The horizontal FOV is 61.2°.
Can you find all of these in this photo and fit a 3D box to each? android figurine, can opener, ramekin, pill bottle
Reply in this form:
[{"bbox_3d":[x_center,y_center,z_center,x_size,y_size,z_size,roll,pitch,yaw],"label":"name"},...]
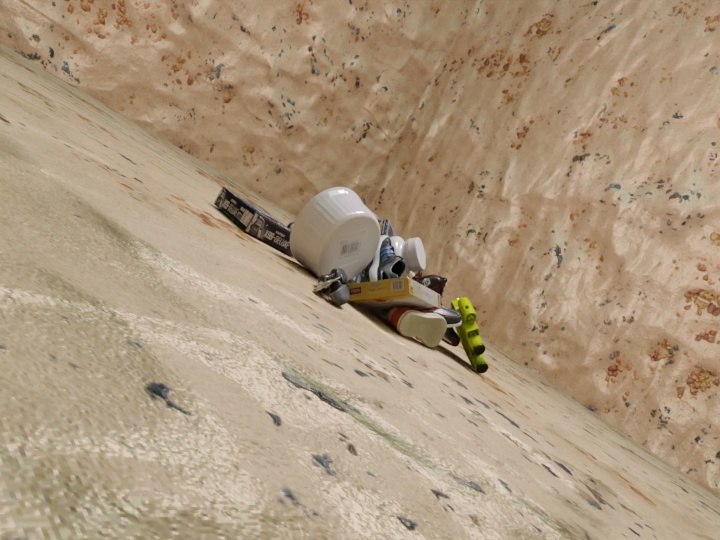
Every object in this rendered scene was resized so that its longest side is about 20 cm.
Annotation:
[{"bbox_3d":[0.264,0.150,1.487,0.201,0.040,0.185,-104,178,-56],"label":"android figurine"},{"bbox_3d":[-0.049,0.034,1.163,0.068,0.053,0.200,64,4,1],"label":"can opener"},{"bbox_3d":[-0.049,-0.069,1.338,0.098,0.202,0.199,42,9,37],"label":"ramekin"},{"bbox_3d":[0.062,-0.023,1.552,0.196,0.114,0.111,-11,-14,21],"label":"pill bottle"}]

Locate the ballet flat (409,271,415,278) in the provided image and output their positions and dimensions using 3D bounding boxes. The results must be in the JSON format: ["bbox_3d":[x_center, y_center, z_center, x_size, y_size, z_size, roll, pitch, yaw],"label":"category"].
[{"bbox_3d":[0.130,0.046,1.665,0.069,0.065,0.203,-4,-63,39],"label":"ballet flat"}]

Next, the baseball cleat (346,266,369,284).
[{"bbox_3d":[0.000,0.000,1.455,0.199,0.107,0.069,39,4,39],"label":"baseball cleat"}]

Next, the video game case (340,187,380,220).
[{"bbox_3d":[-0.051,-0.135,1.628,0.199,0.142,0.019,32,29,-52],"label":"video game case"}]

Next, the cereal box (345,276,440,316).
[{"bbox_3d":[0.074,0.058,1.290,0.141,0.041,0.199,-9,-17,26],"label":"cereal box"}]

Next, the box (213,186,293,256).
[{"bbox_3d":[-0.238,-0.113,1.430,0.156,0.050,0.199,30,4,-41],"label":"box"}]

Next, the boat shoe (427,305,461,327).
[{"bbox_3d":[0.142,0.085,1.417,0.195,0.062,0.076,9,15,3],"label":"boat shoe"}]

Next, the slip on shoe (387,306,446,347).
[{"bbox_3d":[0.127,0.116,1.314,0.061,0.075,0.198,29,5,39],"label":"slip on shoe"}]

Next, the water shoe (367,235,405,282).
[{"bbox_3d":[0.069,-0.011,1.409,0.077,0.073,0.202,-3,36,13],"label":"water shoe"}]

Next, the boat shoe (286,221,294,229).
[{"bbox_3d":[-0.148,-0.079,1.589,0.060,0.075,0.199,32,0,29],"label":"boat shoe"}]

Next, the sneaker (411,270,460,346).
[{"bbox_3d":[0.191,0.082,1.484,0.200,0.116,0.076,44,11,9],"label":"sneaker"}]

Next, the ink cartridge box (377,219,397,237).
[{"bbox_3d":[-0.006,-0.091,1.635,0.195,0.051,0.109,2,-25,20],"label":"ink cartridge box"}]
